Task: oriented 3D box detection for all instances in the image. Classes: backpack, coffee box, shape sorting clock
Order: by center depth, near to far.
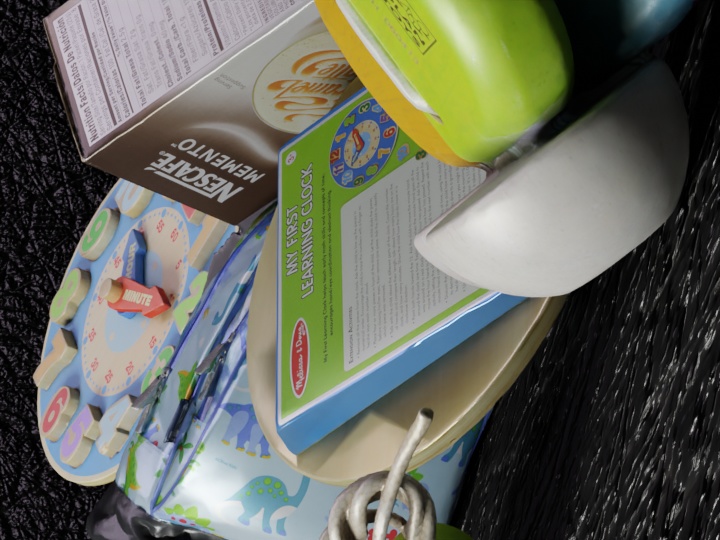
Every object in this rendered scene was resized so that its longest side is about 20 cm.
[{"bbox_3d":[0.023,-0.014,0.803,0.200,0.039,0.201,-31,43,35],"label":"shape sorting clock"},{"bbox_3d":[-0.020,-0.112,0.909,0.200,0.114,0.080,-32,61,23],"label":"coffee box"},{"bbox_3d":[-0.012,0.058,0.952,0.201,0.163,0.154,-67,8,-12],"label":"backpack"},{"bbox_3d":[-0.121,0.017,1.137,0.200,0.039,0.201,-35,40,37],"label":"shape sorting clock"}]

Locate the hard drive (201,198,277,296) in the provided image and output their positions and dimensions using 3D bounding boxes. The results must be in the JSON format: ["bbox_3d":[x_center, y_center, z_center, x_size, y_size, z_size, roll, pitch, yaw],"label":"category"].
[{"bbox_3d":[0.000,0.000,1.086,0.200,0.038,0.140,-7,-60,-53],"label":"hard drive"}]

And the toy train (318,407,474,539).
[{"bbox_3d":[0.013,0.110,0.660,0.116,0.084,0.201,-44,-26,-64],"label":"toy train"}]

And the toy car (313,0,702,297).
[{"bbox_3d":[0.045,-0.095,0.634,0.150,0.175,0.200,-37,1,0],"label":"toy car"}]
